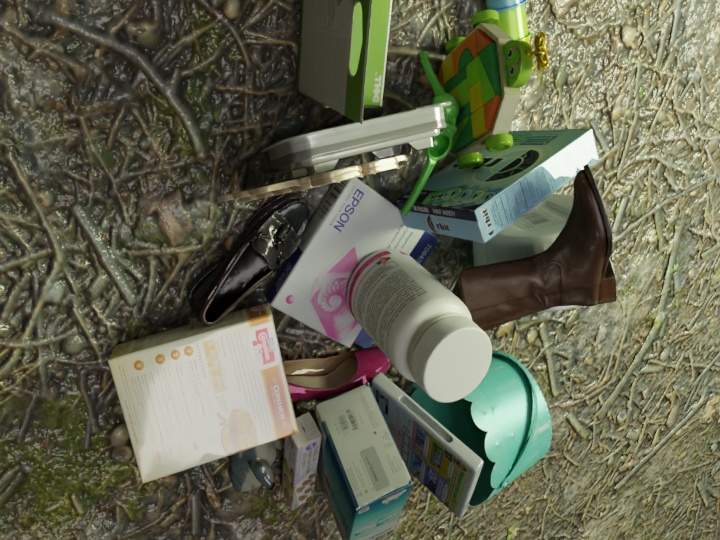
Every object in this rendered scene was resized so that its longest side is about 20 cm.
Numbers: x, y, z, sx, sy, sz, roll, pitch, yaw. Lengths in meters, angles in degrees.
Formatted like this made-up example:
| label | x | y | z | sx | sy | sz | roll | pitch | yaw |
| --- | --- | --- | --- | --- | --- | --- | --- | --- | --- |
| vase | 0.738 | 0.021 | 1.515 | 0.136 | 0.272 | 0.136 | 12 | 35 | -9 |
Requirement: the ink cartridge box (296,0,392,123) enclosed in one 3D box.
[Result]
| label | x | y | z | sx | sy | sz | roll | pitch | yaw |
| --- | --- | --- | --- | --- | --- | --- | --- | --- | --- |
| ink cartridge box | -0.001 | -0.243 | 0.665 | 0.073 | 0.200 | 0.152 | -4 | 115 | -23 |

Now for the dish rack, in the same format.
| label | x | y | z | sx | sy | sz | roll | pitch | yaw |
| --- | --- | --- | --- | --- | --- | --- | --- | --- | --- |
| dish rack | -0.006 | -0.142 | 0.725 | 0.194 | 0.171 | 0.045 | -16 | 101 | -18 |

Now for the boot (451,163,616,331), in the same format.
| label | x | y | z | sx | sy | sz | roll | pitch | yaw |
| --- | --- | --- | --- | --- | --- | --- | --- | --- | --- |
| boot | 0.193 | -0.015 | 0.759 | 0.194 | 0.065 | 0.191 | -11 | 118 | 16 |

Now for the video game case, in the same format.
| label | x | y | z | sx | sy | sz | roll | pitch | yaw |
| --- | --- | --- | --- | --- | --- | --- | --- | --- | --- |
| video game case | 0.087 | 0.251 | 0.909 | 0.022 | 0.181 | 0.203 | -39 | 152 | -25 |

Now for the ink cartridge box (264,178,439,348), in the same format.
| label | x | y | z | sx | sy | sz | roll | pitch | yaw |
| --- | --- | --- | --- | --- | --- | --- | --- | --- | --- |
| ink cartridge box | 0.000 | 0.000 | 0.873 | 0.197 | 0.043 | 0.199 | 30 | 97 | -32 |

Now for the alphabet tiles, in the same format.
| label | x | y | z | sx | sy | sz | roll | pitch | yaw |
| --- | --- | --- | --- | --- | --- | --- | --- | --- | --- |
| alphabet tiles | -0.051 | -0.098 | 0.704 | 0.192 | 0.197 | 0.015 | -20 | 101 | -35 |

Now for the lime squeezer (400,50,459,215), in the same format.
| label | x | y | z | sx | sy | sz | roll | pitch | yaw |
| --- | --- | --- | --- | --- | --- | --- | --- | --- | --- |
| lime squeezer | 0.084 | -0.169 | 0.773 | 0.037 | 0.069 | 0.207 | 9 | 87 | -56 |

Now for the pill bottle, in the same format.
| label | x | y | z | sx | sy | sz | roll | pitch | yaw |
| --- | --- | --- | --- | --- | --- | --- | --- | --- | --- |
| pill bottle | 0.068 | 0.064 | 0.792 | 0.110 | 0.200 | 0.117 | -11 | 119 | -21 |

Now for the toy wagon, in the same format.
| label | x | y | z | sx | sy | sz | roll | pitch | yaw |
| --- | --- | --- | --- | --- | --- | --- | --- | --- | --- |
| toy wagon | 0.145 | -0.217 | 0.747 | 0.038 | 0.199 | 0.161 | -3 | 84 | -19 |

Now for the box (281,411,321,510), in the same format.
| label | x | y | z | sx | sy | sz | roll | pitch | yaw |
| --- | --- | --- | --- | --- | --- | --- | --- | --- | --- |
| box | -0.086 | 0.274 | 0.909 | 0.038 | 0.042 | 0.203 | -20 | 145 | -25 |

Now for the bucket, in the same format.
| label | x | y | z | sx | sy | sz | roll | pitch | yaw |
| --- | --- | --- | --- | --- | --- | --- | --- | --- | --- |
| bucket | 0.182 | 0.228 | 0.974 | 0.132 | 0.206 | 0.213 | -18 | 120 | -26 |

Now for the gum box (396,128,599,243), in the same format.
| label | x | y | z | sx | sy | sz | roll | pitch | yaw |
| --- | --- | --- | --- | --- | --- | --- | --- | --- | --- |
| gum box | 0.167 | -0.112 | 0.804 | 0.197 | 0.169 | 0.045 | -34 | 114 | -20 |

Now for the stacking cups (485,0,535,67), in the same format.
| label | x | y | z | sx | sy | sz | roll | pitch | yaw |
| --- | --- | --- | --- | --- | --- | --- | --- | --- | --- |
| stacking cups | 0.173 | -0.348 | 0.796 | 0.059 | 0.060 | 0.205 | -23 | 116 | -14 |

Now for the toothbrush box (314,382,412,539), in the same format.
| label | x | y | z | sx | sy | sz | roll | pitch | yaw |
| --- | --- | --- | --- | --- | --- | --- | --- | --- | --- |
| toothbrush box | -0.005 | 0.277 | 0.891 | 0.083 | 0.149 | 0.202 | -17 | 148 | -16 |

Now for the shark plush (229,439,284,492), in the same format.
| label | x | y | z | sx | sy | sz | roll | pitch | yaw |
| --- | --- | --- | --- | --- | --- | --- | --- | --- | --- |
| shark plush | -0.171 | 0.227 | 0.881 | 0.081 | 0.092 | 0.204 | -10 | 127 | 14 |

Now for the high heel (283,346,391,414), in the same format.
| label | x | y | z | sx | sy | sz | roll | pitch | yaw |
| --- | --- | --- | --- | --- | --- | --- | --- | --- | --- |
| high heel | -0.054 | 0.134 | 0.884 | 0.194 | 0.068 | 0.097 | -19 | 132 | 4 |

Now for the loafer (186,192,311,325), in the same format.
| label | x | y | z | sx | sy | sz | roll | pitch | yaw |
| --- | --- | --- | --- | --- | --- | --- | --- | --- | --- |
| loafer | -0.129 | -0.010 | 0.791 | 0.200 | 0.063 | 0.072 | -45 | 122 | -1 |

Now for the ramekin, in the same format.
| label | x | y | z | sx | sy | sz | roll | pitch | yaw |
| --- | --- | --- | --- | --- | --- | --- | --- | --- | --- |
| ramekin | 0.247 | -0.032 | 0.890 | 0.195 | 0.200 | 0.101 | -18 | 113 | -17 |

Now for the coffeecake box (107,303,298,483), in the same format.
| label | x | y | z | sx | sy | sz | roll | pitch | yaw |
| --- | --- | --- | --- | --- | --- | --- | --- | --- | --- |
| coffeecake box | -0.189 | 0.147 | 0.793 | 0.194 | 0.073 | 0.159 | -14 | 102 | -12 |
